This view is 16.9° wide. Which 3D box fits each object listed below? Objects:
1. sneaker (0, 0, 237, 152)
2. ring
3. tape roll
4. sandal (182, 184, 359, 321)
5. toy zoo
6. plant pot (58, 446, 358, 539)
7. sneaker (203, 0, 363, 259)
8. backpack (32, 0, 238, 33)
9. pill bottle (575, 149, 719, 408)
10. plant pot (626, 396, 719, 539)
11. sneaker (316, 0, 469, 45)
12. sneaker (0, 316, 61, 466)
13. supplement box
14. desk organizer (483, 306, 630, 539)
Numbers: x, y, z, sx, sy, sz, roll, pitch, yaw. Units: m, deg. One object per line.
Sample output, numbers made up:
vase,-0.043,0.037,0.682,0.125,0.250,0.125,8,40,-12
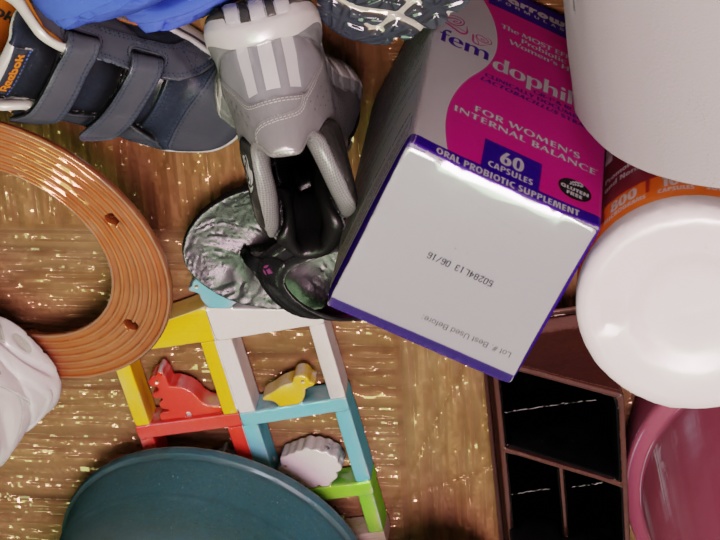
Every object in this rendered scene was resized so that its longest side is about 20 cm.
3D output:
sneaker,-0.153,-0.108,1.284,0.199,0.080,0.079,26,121,-10
ring,-0.197,-0.015,1.354,0.200,0.019,0.201,12,136,12
tape roll,0.196,-0.146,1.137,0.202,0.203,0.140,-3,121,10
sandal,0.001,-0.001,1.336,0.199,0.048,0.076,11,109,-3
toy zoo,-0.068,0.084,1.423,0.131,0.020,0.201,-9,120,13
plant pot,-0.107,0.238,1.400,0.199,0.188,0.201,8,129,11
sneaker,-0.034,-0.055,1.221,0.075,0.200,0.116,-14,76,6
backpack,-0.093,-0.202,1.143,0.162,0.200,0.168,-29,114,22
pill bottle,0.167,-0.032,1.212,0.114,0.200,0.115,3,122,5
plant pot,0.240,0.146,1.326,0.199,0.179,0.201,4,123,6
sneaker,0.041,-0.203,1.191,0.077,0.086,0.200,24,114,-17
sneaker,-0.253,0.040,1.346,0.078,0.100,0.200,-21,122,42
supplement box,0.058,-0.054,1.215,0.101,0.200,0.104,23,121,-7
desk organizer,0.114,0.123,1.369,0.071,0.077,0.201,-8,127,0
